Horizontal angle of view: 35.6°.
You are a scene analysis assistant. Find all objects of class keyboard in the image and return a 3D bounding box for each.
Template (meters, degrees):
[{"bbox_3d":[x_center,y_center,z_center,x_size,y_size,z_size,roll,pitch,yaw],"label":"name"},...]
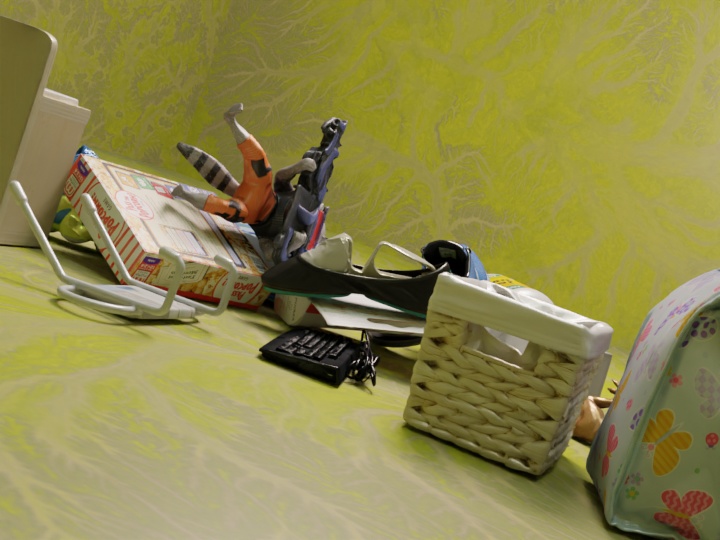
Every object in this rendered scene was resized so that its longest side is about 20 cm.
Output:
[{"bbox_3d":[-0.027,0.067,1.036,0.103,0.040,0.200,19,5,3],"label":"keyboard"}]

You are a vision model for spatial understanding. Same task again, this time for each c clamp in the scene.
[{"bbox_3d":[0.093,0.055,1.350,0.198,0.027,0.171,-13,19,-19],"label":"c clamp"}]

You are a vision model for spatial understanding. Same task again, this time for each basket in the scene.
[{"bbox_3d":[0.125,0.083,0.939,0.135,0.124,0.200,20,3,17],"label":"basket"}]

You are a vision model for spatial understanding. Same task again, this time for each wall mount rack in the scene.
[{"bbox_3d":[-0.206,-0.011,0.960,0.172,0.075,0.200,20,3,16],"label":"wall mount rack"}]

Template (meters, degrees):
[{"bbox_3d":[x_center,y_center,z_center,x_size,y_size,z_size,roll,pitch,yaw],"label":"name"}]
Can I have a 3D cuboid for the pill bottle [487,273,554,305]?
[{"bbox_3d":[0.213,0.074,1.572,0.112,0.114,0.200,18,5,-15],"label":"pill bottle"}]

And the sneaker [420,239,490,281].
[{"bbox_3d":[0.112,0.001,1.316,0.078,0.090,0.200,-3,18,8],"label":"sneaker"}]

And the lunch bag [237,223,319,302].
[{"bbox_3d":[-0.106,-0.009,1.371,0.159,0.083,0.200,20,4,-5],"label":"lunch bag"}]

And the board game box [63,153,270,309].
[{"bbox_3d":[-0.196,-0.038,1.169,0.199,0.046,0.152,15,30,-53],"label":"board game box"}]

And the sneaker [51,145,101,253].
[{"bbox_3d":[-0.281,-0.074,1.220,0.199,0.106,0.076,17,2,-24],"label":"sneaker"}]

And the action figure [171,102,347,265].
[{"bbox_3d":[-0.098,-0.097,1.224,0.104,0.201,0.193,1,-32,45],"label":"action figure"}]

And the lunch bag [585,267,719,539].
[{"bbox_3d":[0.258,0.098,0.835,0.126,0.202,0.170,19,3,5],"label":"lunch bag"}]

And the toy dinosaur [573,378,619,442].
[{"bbox_3d":[0.239,0.157,1.122,0.106,0.061,0.199,-13,17,-34],"label":"toy dinosaur"}]

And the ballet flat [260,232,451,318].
[{"bbox_3d":[0.000,0.000,1.142,0.198,0.069,0.068,9,12,-7],"label":"ballet flat"}]

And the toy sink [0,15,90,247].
[{"bbox_3d":[-0.351,-0.139,1.085,0.129,0.202,0.112,19,4,14],"label":"toy sink"}]

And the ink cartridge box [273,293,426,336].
[{"bbox_3d":[0.009,0.054,1.188,0.161,0.051,0.200,7,14,-20],"label":"ink cartridge box"}]

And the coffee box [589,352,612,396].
[{"bbox_3d":[0.204,0.103,1.359,0.112,0.081,0.200,16,5,-14],"label":"coffee box"}]
